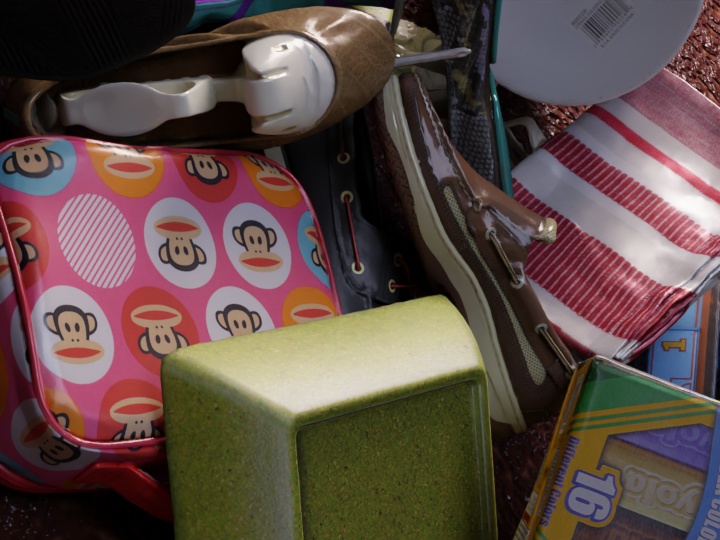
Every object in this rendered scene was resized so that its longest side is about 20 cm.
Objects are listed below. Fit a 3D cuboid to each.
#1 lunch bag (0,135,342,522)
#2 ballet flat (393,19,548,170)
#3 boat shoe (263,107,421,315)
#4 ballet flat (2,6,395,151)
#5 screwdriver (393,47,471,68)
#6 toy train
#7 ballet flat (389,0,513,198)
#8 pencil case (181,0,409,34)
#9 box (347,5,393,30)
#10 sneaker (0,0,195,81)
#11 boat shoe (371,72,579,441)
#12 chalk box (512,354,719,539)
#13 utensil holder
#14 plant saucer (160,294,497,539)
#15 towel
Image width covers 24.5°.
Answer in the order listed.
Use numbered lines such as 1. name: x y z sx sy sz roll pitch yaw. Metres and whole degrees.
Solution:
1. lunch bag: -0.093 0.032 0.777 0.199 0.082 0.178 3 63 -44
2. ballet flat: 0.077 -0.090 1.042 0.201 0.072 0.072 54 40 -1
3. boat shoe: -0.001 -0.001 0.891 0.074 0.062 0.203 56 17 -67
4. ballet flat: -0.076 -0.087 0.808 0.072 0.197 0.069 -119 -157 -75
5. screwdriver: -0.041 -0.099 0.857 0.029 0.197 0.028 22 60 -81
6. toy train: 0.216 0.073 1.031 0.087 0.113 0.202 64 31 -51
7. ballet flat: 0.050 -0.107 0.908 0.072 0.071 0.202 -51 144 -49
8. pencil case: -0.064 -0.167 0.893 0.198 0.086 0.093 -14 41 -26
9. box: -0.007 -0.208 1.035 0.074 0.050 0.202 19 49 -9
10. sneaker: -0.184 -0.147 0.772 0.197 0.084 0.122 -10 61 -12
11. boat shoe: 0.068 -0.015 0.884 0.075 0.074 0.204 -97 166 -77
12. chalk box: 0.181 0.135 0.803 0.198 0.124 0.125 22 87 5
13. utensil holder: 0.132 -0.204 1.041 0.170 0.170 0.200 47 18 -9
14. plant saucer: 0.003 0.124 0.772 0.198 0.048 0.203 -10 98 -47
15. towel: 0.156 -0.036 0.971 0.199 0.023 0.144 -39 57 -23
